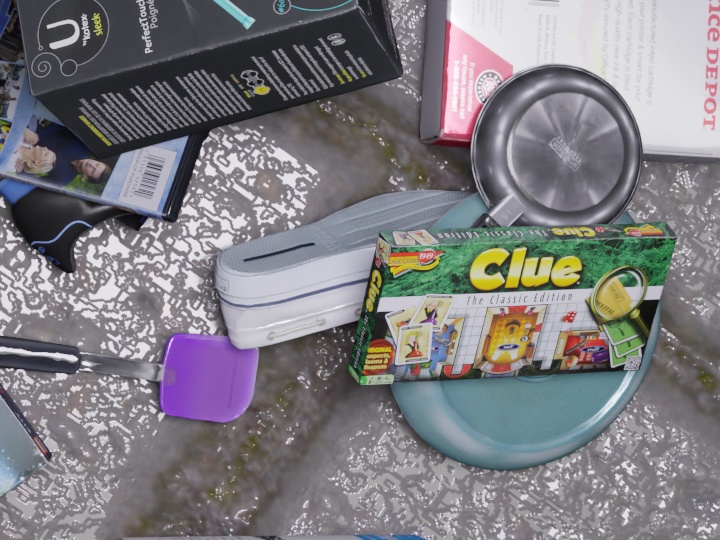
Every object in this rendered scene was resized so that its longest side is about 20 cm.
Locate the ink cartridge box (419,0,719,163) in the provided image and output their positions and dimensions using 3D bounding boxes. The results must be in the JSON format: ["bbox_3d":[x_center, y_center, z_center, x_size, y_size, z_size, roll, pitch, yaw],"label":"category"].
[{"bbox_3d":[0.145,-0.148,1.730,0.200,0.086,0.148,4,88,-10],"label":"ink cartridge box"}]

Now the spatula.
[{"bbox_3d":[-0.166,0.061,1.710,0.200,0.021,0.057,7,91,-4],"label":"spatula"}]

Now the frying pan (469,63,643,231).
[{"bbox_3d":[0.093,-0.059,1.662,0.190,0.031,0.115,-24,95,-15],"label":"frying pan"}]

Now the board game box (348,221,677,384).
[{"bbox_3d":[0.096,0.020,1.663,0.200,0.023,0.105,-3,121,-23],"label":"board game box"}]

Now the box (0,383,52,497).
[{"bbox_3d":[-0.308,0.079,1.674,0.137,0.038,0.200,-35,95,-1],"label":"box"}]

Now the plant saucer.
[{"bbox_3d":[0.112,0.038,1.718,0.200,0.027,0.200,-7,107,-22],"label":"plant saucer"}]

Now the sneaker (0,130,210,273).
[{"bbox_3d":[-0.133,-0.078,1.698,0.200,0.070,0.078,-34,96,-1],"label":"sneaker"}]

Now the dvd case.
[{"bbox_3d":[-0.185,-0.120,1.664,0.200,0.018,0.143,15,78,16],"label":"dvd case"}]

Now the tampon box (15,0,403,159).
[{"bbox_3d":[-0.095,-0.175,1.582,0.200,0.126,0.150,-14,72,10],"label":"tampon box"}]

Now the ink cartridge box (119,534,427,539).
[{"bbox_3d":[-0.056,0.243,1.696,0.200,0.084,0.146,1,90,-8],"label":"ink cartridge box"}]

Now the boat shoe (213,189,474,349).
[{"bbox_3d":[0.000,0.000,1.723,0.200,0.074,0.067,-11,123,-15],"label":"boat shoe"}]
